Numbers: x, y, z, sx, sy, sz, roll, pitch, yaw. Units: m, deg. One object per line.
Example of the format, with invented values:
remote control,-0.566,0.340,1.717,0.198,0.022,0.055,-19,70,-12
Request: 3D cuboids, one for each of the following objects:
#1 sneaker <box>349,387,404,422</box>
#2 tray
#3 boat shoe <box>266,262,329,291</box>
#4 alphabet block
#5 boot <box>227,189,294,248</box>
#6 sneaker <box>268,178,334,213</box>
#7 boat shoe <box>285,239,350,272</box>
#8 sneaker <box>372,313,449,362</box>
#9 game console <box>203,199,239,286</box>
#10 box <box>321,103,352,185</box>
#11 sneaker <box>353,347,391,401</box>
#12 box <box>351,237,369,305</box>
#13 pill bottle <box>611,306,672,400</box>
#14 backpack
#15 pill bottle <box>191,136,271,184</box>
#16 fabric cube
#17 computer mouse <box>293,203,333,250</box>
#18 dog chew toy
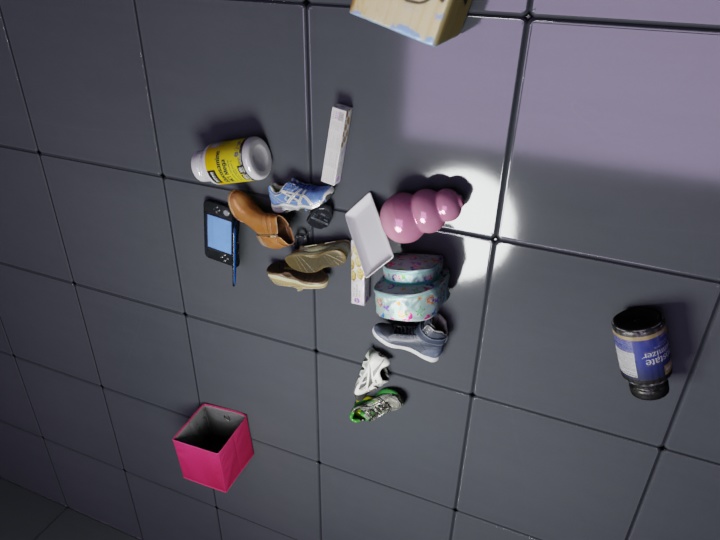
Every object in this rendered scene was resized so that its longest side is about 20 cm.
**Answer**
sneaker,0.051,0.425,1.786,0.200,0.085,0.078,-29,102,34
tray,0.026,-0.090,1.484,0.107,0.022,0.200,-39,57,36
boat shoe,-0.174,0.026,1.688,0.200,0.072,0.076,12,137,28
alphabet block,0.120,-0.572,1.118,0.195,0.196,0.200,25,125,9
boot,-0.265,-0.144,1.590,0.200,0.074,0.155,52,156,-24
sneaker,-0.162,-0.201,1.537,0.200,0.076,0.077,-6,119,27
boat shoe,-0.118,-0.045,1.618,0.200,0.063,0.073,-11,128,33
sneaker,0.141,0.158,1.587,0.202,0.077,0.146,20,136,3
game console,-0.410,-0.081,1.700,0.171,0.118,0.200,18,123,15
box,-0.060,-0.311,1.449,0.041,0.039,0.200,21,124,15
sneaker,0.038,0.330,1.745,0.088,0.074,0.200,25,126,13
box,0.000,0.000,1.588,0.041,0.039,0.200,12,122,19
pill bottle,0.654,0.195,1.348,0.112,0.112,0.200,-8,114,29
backpack,0.126,0.043,1.461,0.177,0.200,0.151,5,119,24
pill bottle,-0.347,-0.289,1.554,0.200,0.112,0.113,-2,116,27
fabric cube,-0.527,0.639,2.118,0.196,0.200,0.200,9,123,20
computer mouse,-0.133,-0.120,1.603,0.059,0.034,0.200,25,134,-20
dog chew toy,0.150,-0.140,1.400,0.200,0.125,0.125,-16,110,23
